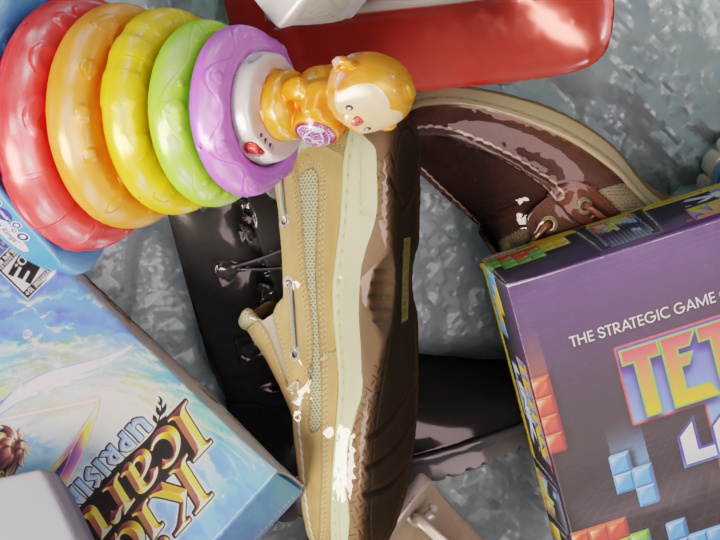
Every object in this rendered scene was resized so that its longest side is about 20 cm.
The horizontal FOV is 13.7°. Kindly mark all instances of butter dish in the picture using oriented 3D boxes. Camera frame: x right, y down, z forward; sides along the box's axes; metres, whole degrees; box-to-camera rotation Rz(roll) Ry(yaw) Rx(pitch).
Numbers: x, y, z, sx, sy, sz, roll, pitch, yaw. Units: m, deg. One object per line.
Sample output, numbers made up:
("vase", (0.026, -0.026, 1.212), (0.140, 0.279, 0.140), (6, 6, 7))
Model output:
("butter dish", (0.044, -0.182, 1.314), (0.148, 0.199, 0.200), (-13, 98, -55))

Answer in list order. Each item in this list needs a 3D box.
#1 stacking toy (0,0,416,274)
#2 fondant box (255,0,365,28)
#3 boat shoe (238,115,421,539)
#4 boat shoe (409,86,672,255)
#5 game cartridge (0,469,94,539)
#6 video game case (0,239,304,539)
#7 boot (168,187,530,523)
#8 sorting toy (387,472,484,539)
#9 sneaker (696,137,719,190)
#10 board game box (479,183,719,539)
("stacking toy", (-0.063, -0.065, 1.236), (0.116, 0.199, 0.110), (53, 47, -42))
("fondant box", (-0.036, -0.222, 1.238), (0.200, 0.058, 0.144), (51, 121, 15))
("boat shoe", (-0.017, 0.027, 1.331), (0.076, 0.072, 0.201), (3, 90, 17))
("boat shoe", (0.096, -0.014, 1.397), (0.200, 0.072, 0.072), (33, 58, -23))
("game cartridge", (-0.159, 0.190, 1.255), (0.133, 0.040, 0.201), (-13, 74, 15))
("video game case", (-0.157, 0.106, 1.319), (0.181, 0.045, 0.200), (42, 89, 20))
("boot", (-0.001, 0.000, 1.393), (0.164, 0.066, 0.201), (-18, 104, -14))
("sorting toy", (0.040, 0.225, 1.394), (0.200, 0.107, 0.180), (41, 83, -3))
("sneaker", (0.227, 0.026, 1.451), (0.078, 0.090, 0.200), (-32, 110, -8))
("board game box", (0.172, 0.047, 1.370), (0.199, 0.057, 0.166), (-18, 107, -6))
